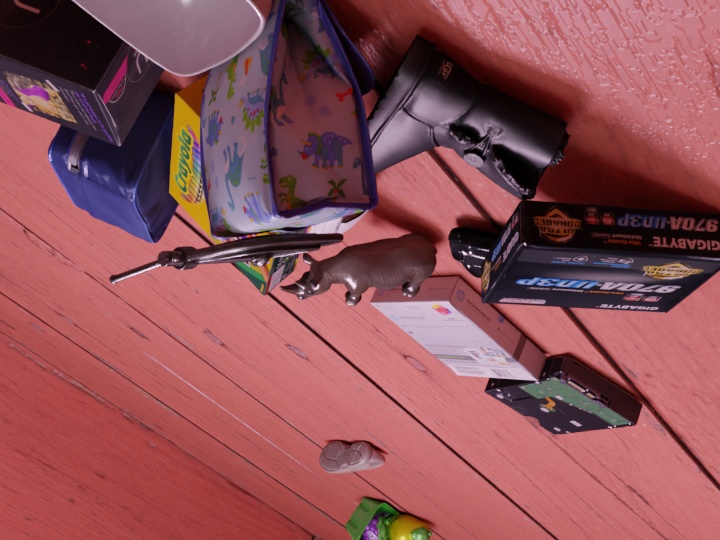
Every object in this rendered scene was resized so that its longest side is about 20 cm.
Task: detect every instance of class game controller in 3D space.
[{"bbox_3d":[0.193,-0.005,1.186,0.197,0.043,0.104,14,171,28],"label":"game controller"}]

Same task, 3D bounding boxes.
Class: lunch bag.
[{"bbox_3d":[-0.282,-0.137,1.254,0.130,0.138,0.201,22,159,7],"label":"lunch bag"},{"bbox_3d":[-0.072,-0.139,0.969,0.126,0.204,0.169,-9,178,-30],"label":"lunch bag"}]

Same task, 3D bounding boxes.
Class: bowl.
[{"bbox_3d":[-0.174,-0.268,0.915,0.199,0.076,0.199,35,158,-25],"label":"bowl"}]

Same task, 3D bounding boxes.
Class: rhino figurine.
[{"bbox_3d":[0.000,0.000,1.260,0.196,0.061,0.088,-10,157,-13],"label":"rhino figurine"}]

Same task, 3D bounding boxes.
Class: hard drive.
[{"bbox_3d":[0.278,0.176,1.500,0.138,0.038,0.200,31,159,-14],"label":"hard drive"}]

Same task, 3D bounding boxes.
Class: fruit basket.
[{"bbox_3d":[0.088,0.690,2.788,0.214,0.156,0.216,36,173,5],"label":"fruit basket"}]

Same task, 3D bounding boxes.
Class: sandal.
[{"bbox_3d":[-0.015,-0.084,1.161,0.058,0.080,0.207,26,157,4],"label":"sandal"}]

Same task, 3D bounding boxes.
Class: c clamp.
[{"bbox_3d":[-0.116,-0.020,1.048,0.169,0.028,0.199,-14,176,33],"label":"c clamp"}]

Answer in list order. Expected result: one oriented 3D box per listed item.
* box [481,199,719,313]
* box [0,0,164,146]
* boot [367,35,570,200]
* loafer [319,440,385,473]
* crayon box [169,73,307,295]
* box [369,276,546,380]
[{"bbox_3d":[0.225,-0.010,1.020,0.196,0.047,0.159,4,159,-7],"label":"box"},{"bbox_3d":[-0.311,-0.230,1.088,0.197,0.124,0.106,20,158,11],"label":"box"},{"bbox_3d":[0.085,-0.111,0.987,0.167,0.077,0.200,31,152,-5],"label":"boot"},{"bbox_3d":[-0.020,0.414,2.352,0.062,0.073,0.199,26,157,-25],"label":"loafer"},{"bbox_3d":[-0.133,-0.090,1.181,0.173,0.058,0.201,45,153,12],"label":"crayon box"},{"bbox_3d":[0.130,0.079,1.434,0.199,0.042,0.155,38,155,-32],"label":"box"}]
